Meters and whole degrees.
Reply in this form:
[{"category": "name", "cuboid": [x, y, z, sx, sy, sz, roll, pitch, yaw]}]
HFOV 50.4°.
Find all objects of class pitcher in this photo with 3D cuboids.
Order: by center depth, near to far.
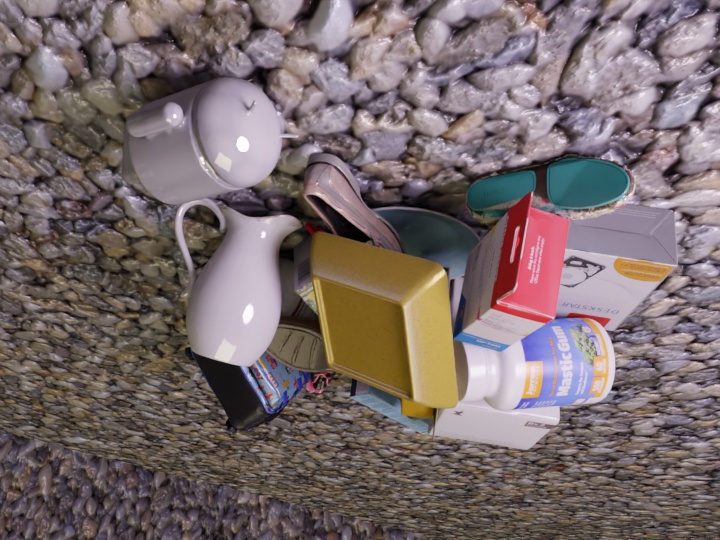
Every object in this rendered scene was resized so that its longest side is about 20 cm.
[{"category": "pitcher", "cuboid": [-0.180, 0.011, 1.009, 0.169, 0.203, 0.121, 14, 176, 5]}]

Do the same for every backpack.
[{"category": "backpack", "cuboid": [-0.168, 0.151, 1.298, 0.134, 0.184, 0.200, -30, 180, 27]}]

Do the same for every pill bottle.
[{"category": "pill bottle", "cuboid": [0.213, 0.120, 0.983, 0.197, 0.114, 0.112, -2, 156, -17]}, {"category": "pill bottle", "cuboid": [-0.103, 0.051, 1.158, 0.111, 0.114, 0.199, -15, 145, 38]}]

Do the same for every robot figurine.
[{"category": "robot figurine", "cuboid": [-0.164, -0.136, 0.809, 0.198, 0.115, 0.169, -10, 169, 32]}]

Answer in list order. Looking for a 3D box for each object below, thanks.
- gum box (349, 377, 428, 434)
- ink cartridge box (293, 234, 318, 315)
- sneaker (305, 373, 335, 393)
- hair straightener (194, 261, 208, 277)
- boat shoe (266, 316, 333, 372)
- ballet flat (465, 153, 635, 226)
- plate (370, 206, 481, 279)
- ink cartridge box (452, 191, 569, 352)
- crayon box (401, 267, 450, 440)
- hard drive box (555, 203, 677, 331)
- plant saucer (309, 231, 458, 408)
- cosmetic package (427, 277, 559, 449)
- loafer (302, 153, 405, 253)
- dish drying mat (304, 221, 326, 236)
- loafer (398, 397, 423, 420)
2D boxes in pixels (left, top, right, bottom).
[{"category": "gum box", "cuboid": [0.070, 0.154, 1.244, 0.044, 0.172, 0.199, -14, 145, 36]}, {"category": "ink cartridge box", "cuboid": [-0.015, 0.049, 1.071, 0.050, 0.110, 0.200, -31, 122, 16]}, {"category": "sneaker", "cuboid": [-0.061, 0.168, 1.395, 0.078, 0.097, 0.200, 15, 151, -10]}, {"category": "hair straightener", "cuboid": [-0.184, 0.041, 1.200, 0.041, 0.078, 0.199, -34, 128, 30]}, {"category": "boat shoe", "cuboid": [-0.052, 0.103, 1.105, 0.198, 0.068, 0.072, 18, 120, -16]}, {"category": "ballet flat", "cuboid": [0.213, -0.085, 0.858, 0.198, 0.077, 0.064, 0, 164, 36]}, {"category": "plate", "cuboid": [0.068, -0.039, 1.030, 0.197, 0.026, 0.201, 6, 152, 3]}, {"category": "ink cartridge box", "cuboid": [0.170, 0.007, 0.847, 0.066, 0.118, 0.200, 16, 160, -6]}, {"category": "crayon box", "cuboid": [0.088, 0.111, 1.045, 0.051, 0.202, 0.126, 5, 143, 5]}, {"category": "hard drive box", "cuboid": [0.287, -0.005, 0.977, 0.153, 0.078, 0.201, 8, 154, 1]}, {"category": "plant saucer", "cuboid": [0.016, 0.069, 0.915, 0.198, 0.048, 0.202, 16, 127, 36]}, {"category": "cosmetic package", "cuboid": [0.198, 0.142, 1.151, 0.162, 0.203, 0.166, 9, 153, -1]}, {"category": "loafer", "cuboid": [-0.012, -0.051, 0.940, 0.071, 0.063, 0.201, -9, 134, 34]}, {"category": "dish drying mat", "cuboid": [0.000, 0.000, 1.038, 0.018, 0.077, 0.200, -45, 138, 2]}, {"category": "loafer", "cuboid": [0.077, 0.119, 1.147, 0.071, 0.202, 0.063, -17, 144, 20]}]
